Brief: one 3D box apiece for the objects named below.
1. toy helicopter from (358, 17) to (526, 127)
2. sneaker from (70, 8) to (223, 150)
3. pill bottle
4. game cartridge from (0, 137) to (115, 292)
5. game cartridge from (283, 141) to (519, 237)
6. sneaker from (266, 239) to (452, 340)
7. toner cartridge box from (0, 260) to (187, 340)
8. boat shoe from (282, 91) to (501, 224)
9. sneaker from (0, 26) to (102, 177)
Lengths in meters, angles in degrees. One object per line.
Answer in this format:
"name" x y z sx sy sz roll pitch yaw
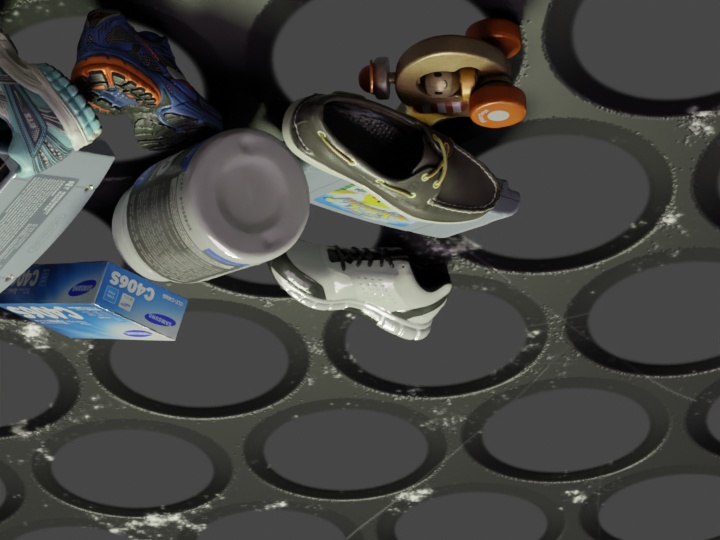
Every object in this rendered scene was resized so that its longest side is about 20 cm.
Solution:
"toy helicopter" 0.047 -0.141 1.482 0.131 0.079 0.200 6 157 -20
"sneaker" -0.168 -0.156 1.457 0.075 0.079 0.200 -8 162 18
"pill bottle" -0.136 -0.050 1.525 0.113 0.114 0.200 19 163 -26
"game cartridge" -0.309 -0.046 1.550 0.200 0.041 0.133 -45 157 17
"game cartridge" 0.023 -0.074 1.553 0.199 0.041 0.133 16 168 -24
"sneaker" 0.000 0.000 1.694 0.199 0.074 0.080 17 127 -31
"toner cartridge box" -0.257 0.030 1.669 0.095 0.043 0.199 26 163 -34
"boat shoe" 0.035 -0.090 1.443 0.200 0.072 0.060 20 167 -24
"sneaker" -0.299 -0.141 1.391 0.200 0.086 0.078 32 155 31
